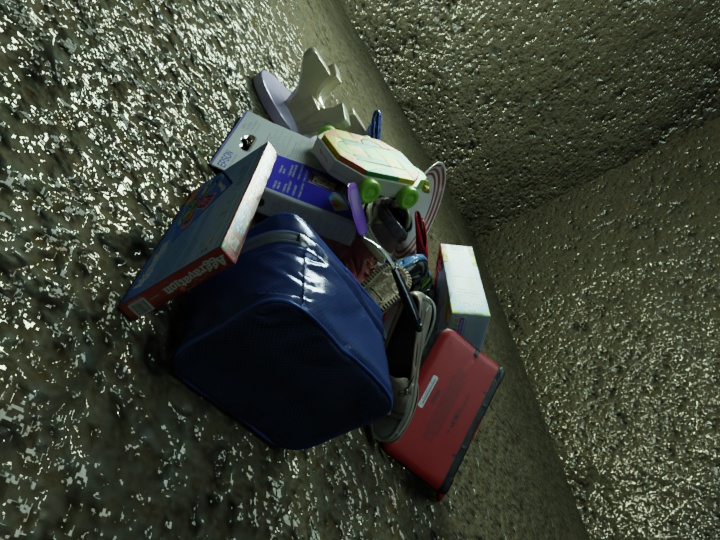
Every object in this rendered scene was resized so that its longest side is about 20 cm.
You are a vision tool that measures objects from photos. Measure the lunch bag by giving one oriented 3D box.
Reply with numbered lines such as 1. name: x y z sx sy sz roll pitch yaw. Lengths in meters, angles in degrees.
1. lunch bag: -0.057 0.058 0.475 0.201 0.134 0.133 51 22 -35

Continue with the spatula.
1. spatula: 0.029 -0.014 0.635 0.202 0.020 0.056 61 16 -2

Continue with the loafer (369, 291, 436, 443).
1. loafer: 0.046 0.123 0.675 0.063 0.071 0.203 36 69 -68

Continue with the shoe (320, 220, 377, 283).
1. shoe: 0.000 0.000 0.793 0.202 0.090 0.072 60 18 -12

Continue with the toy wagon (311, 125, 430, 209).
1. toy wagon: 0.028 -0.149 0.746 0.197 0.040 0.156 3 39 -36

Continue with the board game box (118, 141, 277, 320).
1. board game box: -0.132 -0.045 0.455 0.020 0.102 0.201 54 20 -28

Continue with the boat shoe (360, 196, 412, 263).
1. boat shoe: 0.046 -0.072 0.767 0.072 0.064 0.200 54 18 -12

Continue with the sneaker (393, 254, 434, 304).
1. sneaker: 0.090 0.030 0.855 0.200 0.070 0.084 42 34 -64

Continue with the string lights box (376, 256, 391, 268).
1. string lights box: 0.052 0.023 0.963 0.200 0.058 0.104 51 25 -37

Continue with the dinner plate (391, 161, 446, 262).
1. dinner plate: 0.100 -0.102 0.933 0.024 0.203 0.200 28 7 20

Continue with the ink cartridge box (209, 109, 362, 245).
1. ink cartridge box: -0.091 -0.133 0.710 0.197 0.044 0.199 22 34 -11

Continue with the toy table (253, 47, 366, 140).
1. toy table: -0.082 -0.288 0.916 0.200 0.116 0.186 40 30 -55

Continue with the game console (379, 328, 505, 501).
1. game console: 0.124 0.219 0.778 0.171 0.201 0.119 37 -22 -7

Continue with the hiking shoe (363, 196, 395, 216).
1. hiking shoe: 0.065 -0.124 0.982 0.200 0.099 0.077 123 -20 -64

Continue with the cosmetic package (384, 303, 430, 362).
1. cosmetic package: 0.085 0.162 0.883 0.151 0.051 0.202 48 24 -37

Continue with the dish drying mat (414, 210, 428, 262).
1. dish drying mat: 0.115 -0.025 0.948 0.201 0.018 0.078 75 7 -62

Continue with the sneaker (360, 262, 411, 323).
1. sneaker: -0.019 0.069 0.689 0.199 0.113 0.071 -27 71 -41

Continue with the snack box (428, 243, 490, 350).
1. snack box: 0.162 0.078 0.897 0.201 0.066 0.171 -89 -176 -56

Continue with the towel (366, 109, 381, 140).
1. towel: 0.009 -0.205 0.988 0.200 0.023 0.148 161 -66 -81
